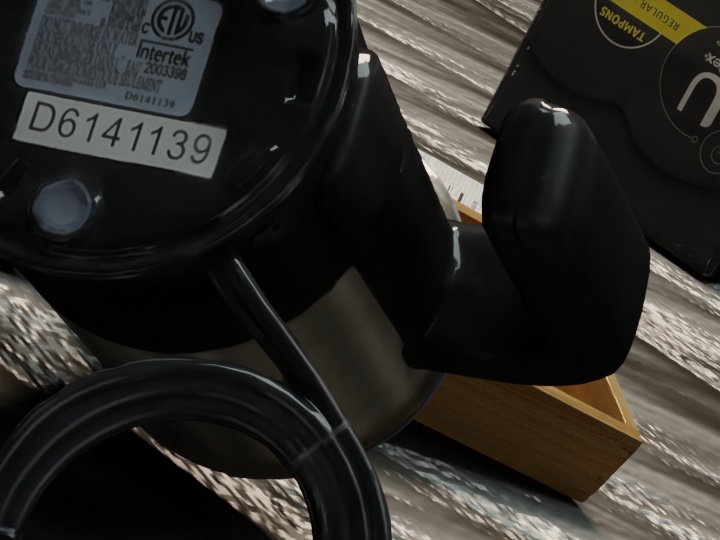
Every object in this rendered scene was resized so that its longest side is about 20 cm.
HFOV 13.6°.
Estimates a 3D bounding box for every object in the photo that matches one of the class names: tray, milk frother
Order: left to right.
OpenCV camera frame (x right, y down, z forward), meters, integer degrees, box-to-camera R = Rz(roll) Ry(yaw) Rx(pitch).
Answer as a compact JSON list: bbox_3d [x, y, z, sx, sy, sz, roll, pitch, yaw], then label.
[{"bbox_3d":[-0.038,0.024,0.783,0.180,0.201,0.188,29,-11,20],"label":"milk frother"},{"bbox_3d":[0.000,0.000,0.999,0.199,0.037,0.099,29,26,-33],"label":"tray"}]

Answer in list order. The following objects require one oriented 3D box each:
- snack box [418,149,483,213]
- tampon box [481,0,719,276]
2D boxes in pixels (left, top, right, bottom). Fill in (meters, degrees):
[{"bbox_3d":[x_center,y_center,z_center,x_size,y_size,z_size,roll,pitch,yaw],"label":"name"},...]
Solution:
[{"bbox_3d":[0.008,-0.019,1.172,0.072,0.024,0.200,30,15,0],"label":"snack box"},{"bbox_3d":[0.187,-0.087,1.510,0.150,0.127,0.200,35,17,26],"label":"tampon box"}]
